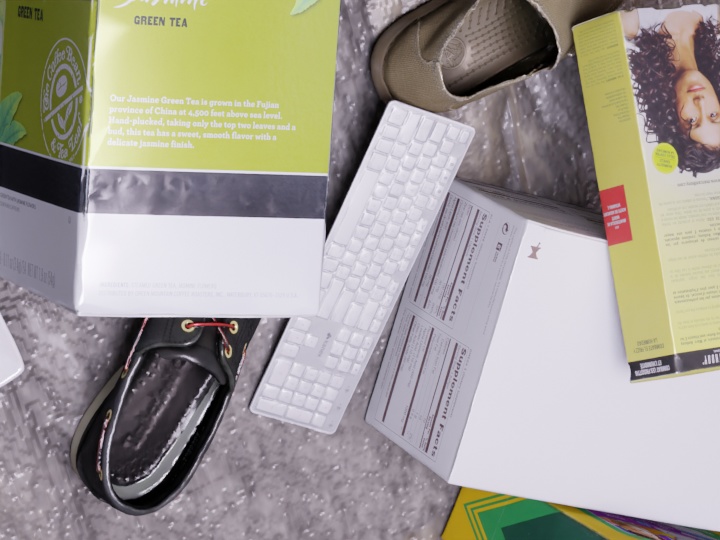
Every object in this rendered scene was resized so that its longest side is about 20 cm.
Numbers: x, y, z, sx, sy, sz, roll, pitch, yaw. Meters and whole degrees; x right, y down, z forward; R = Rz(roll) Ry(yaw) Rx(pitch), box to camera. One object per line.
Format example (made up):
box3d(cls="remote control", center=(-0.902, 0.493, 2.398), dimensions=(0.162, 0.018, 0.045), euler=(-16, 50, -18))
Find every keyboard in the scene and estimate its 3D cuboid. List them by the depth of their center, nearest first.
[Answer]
box3d(cls="keyboard", center=(0.000, 0.000, 1.650), dimensions=(0.056, 0.011, 0.201), euler=(15, 110, -30))

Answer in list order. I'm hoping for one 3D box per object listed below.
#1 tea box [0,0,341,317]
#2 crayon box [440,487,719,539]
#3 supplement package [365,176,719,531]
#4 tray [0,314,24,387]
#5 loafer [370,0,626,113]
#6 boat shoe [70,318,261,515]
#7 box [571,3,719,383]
box3d(cls="tea box", center=(-0.111, -0.087, 1.470), dimensions=(0.133, 0.200, 0.198), euler=(2, 96, -26))
box3d(cls="crayon box", center=(0.174, 0.182, 1.720), dimensions=(0.199, 0.172, 0.059), euler=(18, 93, -29))
box3d(cls="supplement package", center=(0.130, 0.049, 1.694), dimensions=(0.199, 0.111, 0.157), euler=(12, 99, -28))
box3d(cls="tray", center=(-0.263, -0.004, 1.533), dimensions=(0.107, 0.022, 0.201), euler=(-32, 117, -15))
box3d(cls="loafer", center=(0.100, -0.147, 1.644), dimensions=(0.200, 0.067, 0.076), euler=(-39, 118, -11))
box3d(cls="boat shoe", center=(-0.091, 0.040, 1.611), dimensions=(0.073, 0.063, 0.202), euler=(27, 91, -28))
box3d(cls="box", center=(0.172, -0.043, 1.612), dimensions=(0.075, 0.050, 0.201), euler=(-8, 88, -32))
